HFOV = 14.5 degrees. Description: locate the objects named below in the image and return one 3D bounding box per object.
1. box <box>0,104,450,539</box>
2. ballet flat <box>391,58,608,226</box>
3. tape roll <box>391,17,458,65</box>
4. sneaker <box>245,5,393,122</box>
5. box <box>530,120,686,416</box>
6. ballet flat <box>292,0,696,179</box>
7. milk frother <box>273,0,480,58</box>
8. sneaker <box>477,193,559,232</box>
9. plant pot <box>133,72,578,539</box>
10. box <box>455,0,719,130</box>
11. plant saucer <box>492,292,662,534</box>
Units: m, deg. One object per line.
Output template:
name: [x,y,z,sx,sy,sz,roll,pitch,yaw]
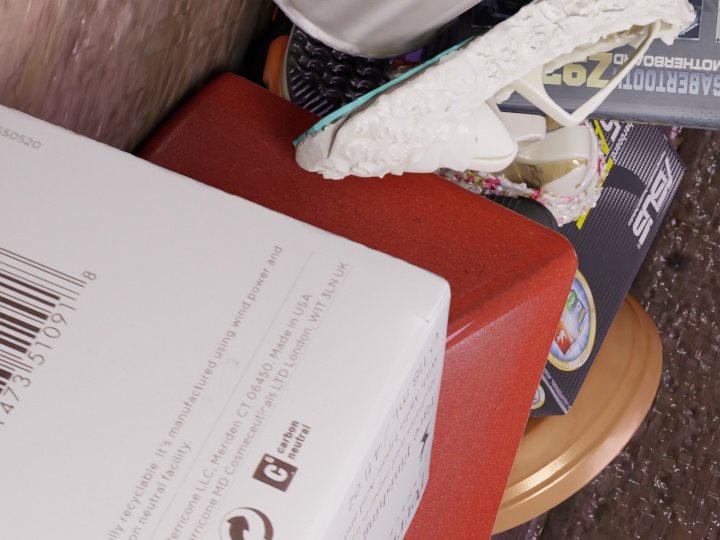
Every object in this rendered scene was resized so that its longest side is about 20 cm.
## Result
box: [-0.096,0.077,0.991,0.131,0.199,0.199,95,19,-55]
ballet flat: [0.078,-0.063,1.443,0.200,0.064,0.076,9,75,-48]
tape roll: [0.013,-0.114,1.526,0.200,0.065,0.201,22,90,-80]
sneaker: [-0.019,-0.126,1.389,0.090,0.070,0.201,-36,-153,44]
box: [0.096,-0.045,1.549,0.160,0.044,0.200,56,46,-29]
ballet flat: [0.067,-0.084,1.245,0.200,0.072,0.072,-34,158,-14]
milk frother: [0.016,-0.217,1.180,0.188,0.180,0.201,-27,-120,55]
sneaker: [0.000,0.000,1.406,0.090,0.199,0.067,8,75,-65]
plant pot: [-0.051,0.059,1.254,0.176,0.199,0.201,-32,144,-54]
box: [0.145,-0.147,1.314,0.051,0.199,0.158,6,89,-60]
plant saucer: [0.074,0.069,1.601,0.038,0.200,0.200,57,46,-31]
